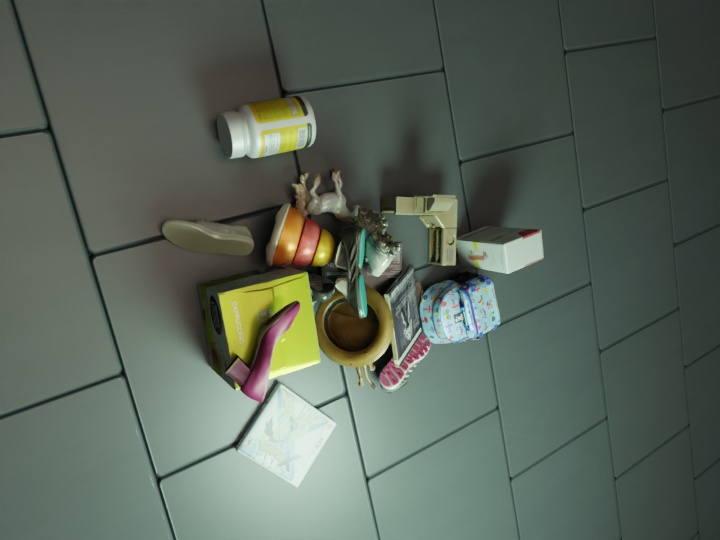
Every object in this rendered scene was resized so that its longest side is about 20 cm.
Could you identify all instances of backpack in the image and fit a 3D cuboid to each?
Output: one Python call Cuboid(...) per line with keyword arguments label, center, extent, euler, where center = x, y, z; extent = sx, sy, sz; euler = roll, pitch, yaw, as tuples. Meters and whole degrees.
Cuboid(label="backpack", center=(0.265, 0.112, 1.489), extent=(0.197, 0.134, 0.187), euler=(-18, 103, -28))

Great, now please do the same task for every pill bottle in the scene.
Cuboid(label="pill bottle", center=(-0.207, -0.315, 1.198), extent=(0.197, 0.114, 0.117), euler=(-18, 103, -27))

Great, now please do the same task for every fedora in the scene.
Cuboid(label="fedora", center=(-0.010, 0.129, 1.258), extent=(0.204, 0.197, 0.082), euler=(-70, 157, -6))

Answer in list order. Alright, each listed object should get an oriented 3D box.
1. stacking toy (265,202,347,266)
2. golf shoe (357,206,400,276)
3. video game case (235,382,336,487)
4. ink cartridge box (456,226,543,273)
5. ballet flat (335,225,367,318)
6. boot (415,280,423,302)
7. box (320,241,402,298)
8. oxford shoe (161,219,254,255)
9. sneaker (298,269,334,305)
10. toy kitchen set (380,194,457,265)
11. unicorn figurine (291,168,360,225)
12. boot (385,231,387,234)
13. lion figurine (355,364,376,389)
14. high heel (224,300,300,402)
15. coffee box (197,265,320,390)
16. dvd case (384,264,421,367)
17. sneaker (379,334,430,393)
Cuboid(label="stacking toy", center=(-0.107, -0.055, 1.227), extent=(0.196, 0.146, 0.149), euler=(18, 85, -6))
Cuboid(label="golf shoe", center=(0.023, -0.070, 1.248), extent=(0.077, 0.202, 0.098), euler=(12, 123, -21))
Cuboid(label="video game case", center=(-0.178, 0.405, 1.328), extent=(0.200, 0.022, 0.184), euler=(41, 74, -26))
Cuboid(label="ink cartridge box", center=(0.384, -0.062, 1.507), extent=(0.143, 0.199, 0.085), euler=(-20, 107, -26))
Cuboid(label="ballet flat", center=(-0.021, 0.003, 1.196), extent=(0.067, 0.068, 0.205), euler=(-1, 90, 12))
Cuboid(label="boot", center=(0.103, 0.097, 1.389), extent=(0.169, 0.071, 0.200), euler=(-64, 162, -11))
Cuboid(label="box", center=(0.000, 0.000, 1.327), extent=(0.195, 0.079, 0.145), euler=(1, 92, -7))
Cuboid(label="oxford shoe", center=(-0.330, -0.079, 1.184), extent=(0.196, 0.076, 0.059), euler=(9, 48, -22))
Cuboid(label="sneaker", center=(-0.113, 0.072, 1.241), extent=(0.074, 0.199, 0.118), euler=(-1, 103, -24))
Cuboid(label="toy kitchen set", center=(0.175, -0.103, 1.405), extent=(0.196, 0.162, 0.185), euler=(-2, 95, -29))
Cuboid(label="unicorn figurine", center=(-0.071, -0.173, 1.319), extent=(0.196, 0.074, 0.140), euler=(-8, 108, -14))
Cuboid(label="boot", center=(0.036, -0.001, 1.394), extent=(0.129, 0.067, 0.203), euler=(-25, 105, -19))
Cuboid(label="lion figurine", center=(-0.005, 0.183, 1.333), extent=(0.071, 0.201, 0.124), euler=(-20, 137, -15))
Cuboid(label="high heel", center=(-0.166, 0.156, 1.059), extent=(0.096, 0.067, 0.200), euler=(43, 89, -12))
Cuboid(label="coffee box", center=(-0.223, 0.113, 1.176), extent=(0.197, 0.197, 0.204), euler=(-13, 100, -28))
Cuboid(label="dvd case", center=(0.105, 0.108, 1.311), extent=(0.149, 0.016, 0.204), euler=(-46, 133, -50))
Cuboid(label="sneaker", center=(0.114, 0.251, 1.450), extent=(0.073, 0.088, 0.200), euler=(35, 58, 15))
